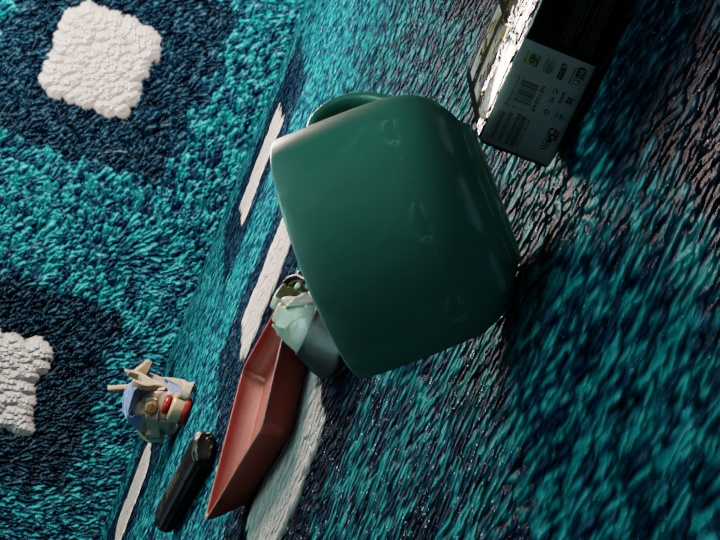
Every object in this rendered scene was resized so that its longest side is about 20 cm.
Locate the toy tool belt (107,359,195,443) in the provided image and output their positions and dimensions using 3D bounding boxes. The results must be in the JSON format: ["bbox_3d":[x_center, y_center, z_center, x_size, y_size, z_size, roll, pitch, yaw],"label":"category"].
[{"bbox_3d":[-0.341,0.208,2.546,0.200,0.123,0.125,161,128,-77],"label":"toy tool belt"}]

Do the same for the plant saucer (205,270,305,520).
[{"bbox_3d":[-0.096,0.133,1.626,0.200,0.037,0.200,122,164,-49],"label":"plant saucer"}]

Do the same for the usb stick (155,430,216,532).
[{"bbox_3d":[-0.228,0.276,2.070,0.200,0.033,0.056,121,158,-47],"label":"usb stick"}]

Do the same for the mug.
[{"bbox_3d":[0.023,-0.041,0.949,0.152,0.114,0.186,36,-145,-75],"label":"mug"}]

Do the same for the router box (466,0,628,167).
[{"bbox_3d":[0.128,-0.182,0.981,0.149,0.051,0.200,-90,22,-67],"label":"router box"}]

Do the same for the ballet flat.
[{"bbox_3d":[-0.049,0.045,1.451,0.200,0.073,0.073,-108,39,-74],"label":"ballet flat"}]
